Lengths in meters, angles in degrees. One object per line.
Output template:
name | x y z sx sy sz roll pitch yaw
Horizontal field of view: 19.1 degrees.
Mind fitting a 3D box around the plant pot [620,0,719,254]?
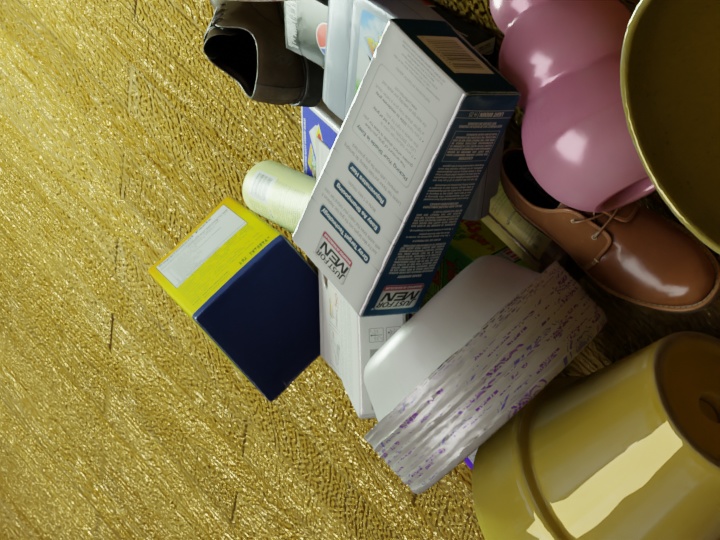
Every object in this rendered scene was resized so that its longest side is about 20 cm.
plant pot | 0.284 -0.117 1.350 0.200 0.142 0.201 35 138 38

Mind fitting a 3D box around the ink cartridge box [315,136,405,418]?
ink cartridge box | 0.000 0.000 1.759 0.176 0.045 0.201 -125 33 -72

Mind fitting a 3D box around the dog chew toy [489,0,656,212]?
dog chew toy | 0.157 -0.145 1.548 0.200 0.124 0.125 66 150 12

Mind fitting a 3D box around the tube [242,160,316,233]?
tube | -0.036 -0.049 1.873 0.058 0.052 0.200 45 171 -33

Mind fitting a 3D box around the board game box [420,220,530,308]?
board game box | 0.096 0.051 1.847 0.102 0.048 0.200 37 140 36

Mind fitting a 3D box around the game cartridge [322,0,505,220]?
game cartridge | 0.038 -0.143 1.655 0.200 0.040 0.134 42 138 37

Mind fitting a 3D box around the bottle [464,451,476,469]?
bottle | 0.118 0.131 1.800 0.200 0.083 0.065 54 -172 -36

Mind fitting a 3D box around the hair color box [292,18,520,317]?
hair color box | 0.031 -0.075 1.572 0.100 0.060 0.200 49 126 36

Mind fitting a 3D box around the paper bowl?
paper bowl | 0.082 0.067 1.620 0.104 0.201 0.201 46 147 4

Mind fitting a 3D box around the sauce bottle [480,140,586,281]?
sauce bottle | 0.112 -0.070 1.718 0.200 0.066 0.066 47 145 25

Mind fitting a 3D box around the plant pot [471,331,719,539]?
plant pot | 0.215 0.147 1.617 0.201 0.200 0.189 55 133 14

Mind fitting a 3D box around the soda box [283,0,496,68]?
soda box | 0.023 -0.188 1.756 0.200 0.071 0.063 33 139 41

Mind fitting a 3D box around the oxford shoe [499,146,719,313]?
oxford shoe | 0.181 -0.031 1.604 0.200 0.071 0.071 32 177 25

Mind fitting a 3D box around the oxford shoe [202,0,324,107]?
oxford shoe | -0.107 -0.222 1.897 0.200 0.084 0.073 57 140 40

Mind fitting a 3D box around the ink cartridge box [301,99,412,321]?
ink cartridge box | 0.010 -0.033 1.887 0.200 0.047 0.198 44 144 46

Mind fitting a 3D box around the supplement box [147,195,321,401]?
supplement box | -0.101 0.023 1.945 0.110 0.109 0.200 49 176 -21
